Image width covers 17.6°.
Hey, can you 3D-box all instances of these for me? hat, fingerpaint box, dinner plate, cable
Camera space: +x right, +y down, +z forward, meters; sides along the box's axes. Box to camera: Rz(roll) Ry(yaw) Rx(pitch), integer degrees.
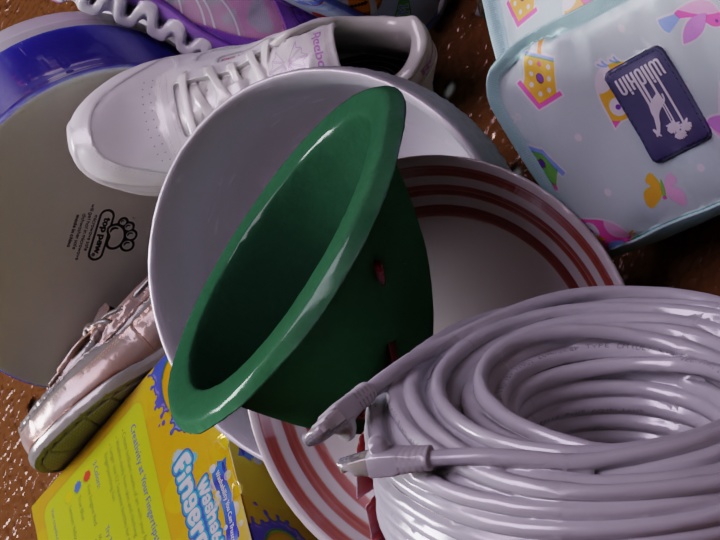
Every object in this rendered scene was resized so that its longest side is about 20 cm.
[{"bbox_3d":[0.026,0.046,1.039,0.200,0.175,0.166,-51,18,21],"label":"hat"},{"bbox_3d":[-0.086,0.158,1.215,0.167,0.073,0.201,-48,40,27],"label":"fingerpaint box"},{"bbox_3d":[0.038,0.047,1.071,0.199,0.024,0.202,2,95,26],"label":"dinner plate"},{"bbox_3d":[0.101,0.070,0.914,0.199,0.200,0.070,8,114,27],"label":"cable"}]

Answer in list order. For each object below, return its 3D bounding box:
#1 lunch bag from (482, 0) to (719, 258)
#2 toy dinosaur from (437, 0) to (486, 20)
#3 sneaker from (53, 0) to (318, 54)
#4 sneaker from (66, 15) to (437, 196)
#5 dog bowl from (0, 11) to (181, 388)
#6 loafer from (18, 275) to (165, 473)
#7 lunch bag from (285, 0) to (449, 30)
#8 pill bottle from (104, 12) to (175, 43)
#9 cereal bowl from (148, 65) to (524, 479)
[{"bbox_3d":[0.143,-0.118,1.024,0.170,0.121,0.202,-25,62,43],"label":"lunch bag"},{"bbox_3d":[0.091,-0.224,1.188,0.102,0.077,0.201,20,91,48],"label":"toy dinosaur"},{"bbox_3d":[-0.085,-0.167,1.283,0.081,0.199,0.089,-90,24,-66],"label":"sneaker"},{"bbox_3d":[-0.055,-0.097,1.201,0.100,0.199,0.075,112,142,-71],"label":"sneaker"},{"bbox_3d":[-0.154,-0.037,1.303,0.201,0.199,0.079,-59,38,11],"label":"dog bowl"},{"bbox_3d":[-0.112,0.031,1.285,0.200,0.072,0.063,-38,68,6],"label":"loafer"},{"bbox_3d":[0.005,-0.233,1.232,0.075,0.160,0.201,27,95,54],"label":"lunch bag"},{"bbox_3d":[-0.068,-0.215,1.361,0.200,0.112,0.113,-49,39,24],"label":"pill bottle"},{"bbox_3d":[0.000,0.000,1.143,0.199,0.083,0.202,1,93,26],"label":"cereal bowl"}]
